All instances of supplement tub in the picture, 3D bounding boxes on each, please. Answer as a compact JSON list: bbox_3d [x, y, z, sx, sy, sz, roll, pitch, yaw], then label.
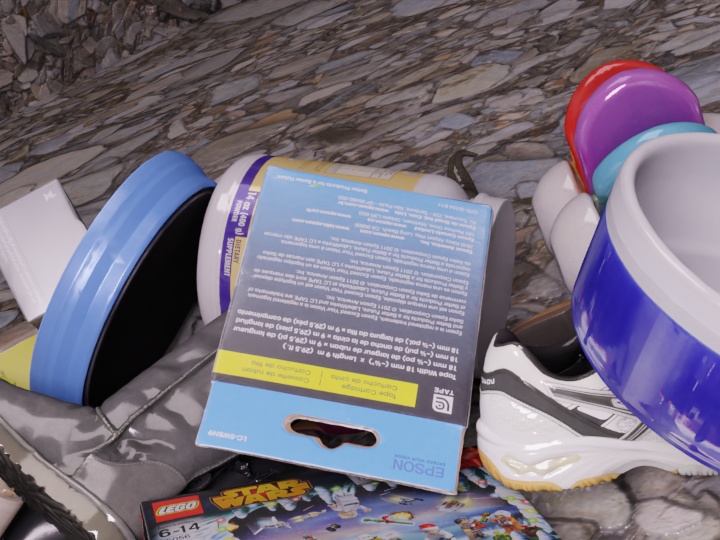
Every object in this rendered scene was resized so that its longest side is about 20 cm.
[{"bbox_3d":[0.000,0.000,0.931,0.197,0.147,0.146,7,27,17],"label":"supplement tub"}]

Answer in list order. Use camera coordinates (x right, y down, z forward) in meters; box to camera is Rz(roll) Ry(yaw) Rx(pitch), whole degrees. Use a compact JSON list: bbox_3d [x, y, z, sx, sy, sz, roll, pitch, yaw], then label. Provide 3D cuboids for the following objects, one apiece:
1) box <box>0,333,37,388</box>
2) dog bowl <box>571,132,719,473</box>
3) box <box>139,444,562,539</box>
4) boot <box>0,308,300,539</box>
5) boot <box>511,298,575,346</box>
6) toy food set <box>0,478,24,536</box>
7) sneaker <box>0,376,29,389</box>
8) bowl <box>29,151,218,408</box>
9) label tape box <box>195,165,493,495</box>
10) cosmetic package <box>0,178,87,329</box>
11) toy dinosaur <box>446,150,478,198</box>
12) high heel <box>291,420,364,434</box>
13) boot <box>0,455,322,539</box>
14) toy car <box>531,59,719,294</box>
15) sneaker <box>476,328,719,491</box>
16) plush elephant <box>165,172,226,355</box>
[{"bbox_3d":[-0.248,0.066,1.192,0.198,0.051,0.075,-29,-5,-21],"label":"box"},{"bbox_3d":[0.208,0.018,0.661,0.197,0.080,0.201,14,34,-9],"label":"dog bowl"},{"bbox_3d":[-0.008,0.146,0.682,0.197,0.041,0.137,-8,16,-14],"label":"box"},{"bbox_3d":[-0.125,0.069,0.809,0.181,0.073,0.200,35,62,22],"label":"boot"},{"bbox_3d":[0.183,0.025,0.855,0.197,0.075,0.075,-18,9,15],"label":"boot"},{"bbox_3d":[-0.286,0.167,0.866,0.144,0.060,0.200,-56,22,1],"label":"toy food set"},{"bbox_3d":[-0.298,0.127,1.043,0.198,0.075,0.083,1,21,38],"label":"sneaker"},{"bbox_3d":[-0.156,0.016,0.924,0.039,0.202,0.201,27,33,8],"label":"bowl"},{"bbox_3d":[-0.005,0.043,0.765,0.142,0.064,0.202,10,52,2],"label":"label tape box"},{"bbox_3d":[-0.280,-0.001,1.236,0.089,0.108,0.200,-28,-8,-6],"label":"cosmetic package"},{"bbox_3d":[0.061,-0.042,1.185,0.101,0.078,0.199,14,33,40],"label":"toy dinosaur"},{"bbox_3d":[-0.067,0.116,0.924,0.198,0.067,0.097,2,62,37],"label":"high heel"},{"bbox_3d":[-0.122,0.164,0.817,0.198,0.066,0.165,13,50,42],"label":"boot"},{"bbox_3d":[0.209,-0.077,0.970,0.173,0.152,0.200,-19,19,6],"label":"toy car"},{"bbox_3d":[0.159,0.060,0.708,0.197,0.089,0.076,-8,14,-10],"label":"sneaker"},{"bbox_3d":[-0.128,0.005,1.094,0.163,0.157,0.200,-25,19,-12],"label":"plush elephant"}]
